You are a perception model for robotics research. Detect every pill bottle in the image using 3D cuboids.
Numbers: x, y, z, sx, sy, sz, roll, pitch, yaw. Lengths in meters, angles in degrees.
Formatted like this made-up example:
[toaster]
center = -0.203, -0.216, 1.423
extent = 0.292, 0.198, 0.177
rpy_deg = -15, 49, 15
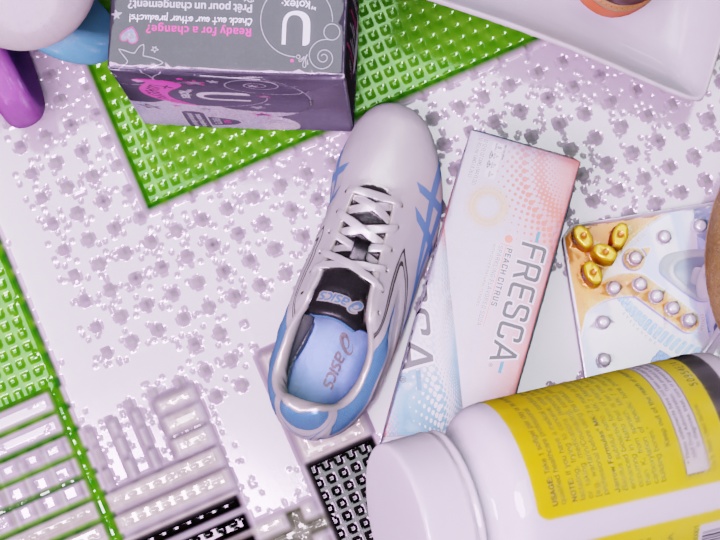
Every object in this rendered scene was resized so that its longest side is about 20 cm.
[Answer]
[pill bottle]
center = 0.112, 0.118, 1.497
extent = 0.199, 0.114, 0.115
rpy_deg = -11, 84, -18

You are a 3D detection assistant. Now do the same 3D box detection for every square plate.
[square plate]
center = 0.131, -0.220, 1.588
extent = 0.197, 0.028, 0.201
rpy_deg = 20, 80, -12

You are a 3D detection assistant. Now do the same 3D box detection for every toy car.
[toy car]
center = -0.224, -0.146, 1.572
extent = 0.199, 0.175, 0.151
rpy_deg = -14, 118, -1

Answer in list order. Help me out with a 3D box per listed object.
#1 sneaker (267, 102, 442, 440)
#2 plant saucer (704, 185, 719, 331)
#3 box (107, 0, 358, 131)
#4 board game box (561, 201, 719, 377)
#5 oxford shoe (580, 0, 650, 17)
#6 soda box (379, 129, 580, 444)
[sneaker]
center = 0.000, 0.000, 1.583
extent = 0.071, 0.072, 0.201
rpy_deg = 16, 83, 3
[plant saucer]
center = 0.292, -0.005, 1.550
extent = 0.199, 0.035, 0.202
rpy_deg = 0, 98, 1
[box]
center = -0.067, -0.144, 1.533
extent = 0.131, 0.200, 0.115
rpy_deg = 2, 84, 1
[board game box]
center = 0.229, 0.057, 1.597
extent = 0.199, 0.026, 0.201
rpy_deg = -9, 84, 0
[oxford shoe]
center = 0.195, -0.227, 1.552
extent = 0.071, 0.073, 0.201
rpy_deg = 35, 78, -8
[soda box]
center = 0.066, 0.026, 1.583
extent = 0.068, 0.064, 0.201
rpy_deg = 16, 84, 2
